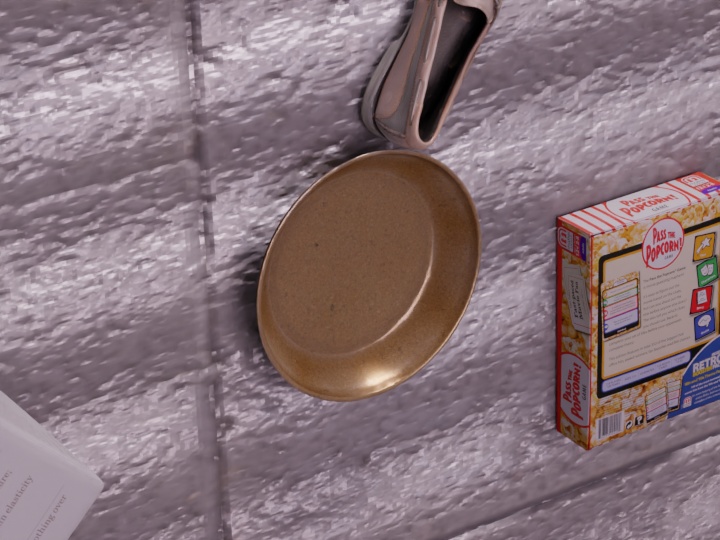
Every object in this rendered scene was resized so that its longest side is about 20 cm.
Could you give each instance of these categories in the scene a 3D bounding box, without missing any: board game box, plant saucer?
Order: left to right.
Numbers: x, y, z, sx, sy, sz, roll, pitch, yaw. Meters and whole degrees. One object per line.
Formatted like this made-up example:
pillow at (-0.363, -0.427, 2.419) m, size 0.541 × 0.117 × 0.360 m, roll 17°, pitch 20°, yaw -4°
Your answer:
plant saucer at (0.000, 0.000, 1.642) m, size 0.200 × 0.035 × 0.200 m, roll -15°, pitch 118°, yaw -30°
board game box at (0.235, 0.034, 1.820) m, size 0.151 × 0.046 × 0.200 m, roll -17°, pitch 120°, yaw -29°

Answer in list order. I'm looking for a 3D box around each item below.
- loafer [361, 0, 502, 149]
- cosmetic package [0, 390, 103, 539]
loafer at (0.070, -0.180, 1.591) m, size 0.072 × 0.063 × 0.200 m, roll 20°, pitch 98°, yaw -39°
cosmetic package at (-0.310, 0.131, 1.394) m, size 0.200 × 0.166 × 0.167 m, roll 38°, pitch 86°, yaw -41°
